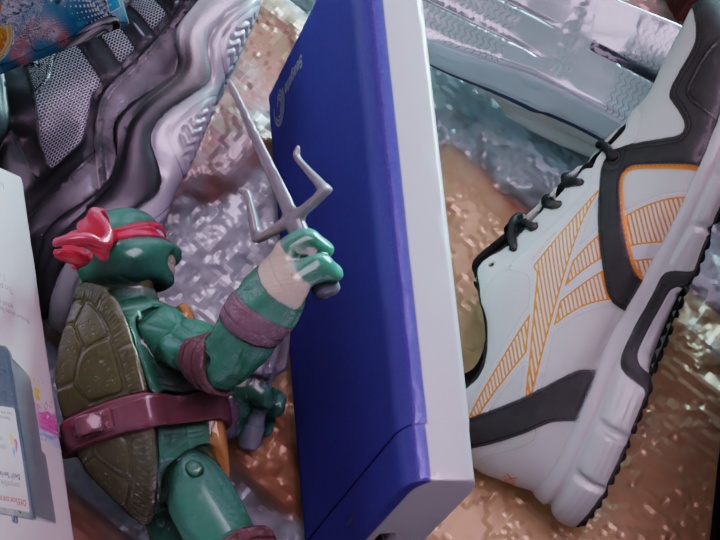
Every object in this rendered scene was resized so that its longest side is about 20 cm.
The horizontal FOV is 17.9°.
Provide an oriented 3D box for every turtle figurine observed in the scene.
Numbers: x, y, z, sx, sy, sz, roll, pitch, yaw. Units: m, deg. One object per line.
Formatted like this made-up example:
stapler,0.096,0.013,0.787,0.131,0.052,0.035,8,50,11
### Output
turtle figurine,-0.052,0.048,0.762,0.101,0.150,0.200,-10,80,-8

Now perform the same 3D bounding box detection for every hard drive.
hard drive,0.000,0.000,0.799,0.025,0.132,0.200,2,65,-16

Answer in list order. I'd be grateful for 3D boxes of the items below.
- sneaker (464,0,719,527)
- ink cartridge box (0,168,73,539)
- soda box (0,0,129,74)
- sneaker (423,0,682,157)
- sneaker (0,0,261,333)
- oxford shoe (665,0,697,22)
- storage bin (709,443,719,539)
sneaker,0.086,-0.011,0.827,0.080,0.074,0.200,23,91,7
ink cartridge box,-0.160,0.070,0.734,0.117,0.067,0.200,-20,66,23
soda box,-0.155,-0.121,0.785,0.064,0.200,0.068,-25,117,-23
sneaker,0.055,-0.092,0.889,0.200,0.071,0.073,33,72,-5
sneaker,-0.106,-0.081,0.841,0.114,0.075,0.200,24,65,-5
oxford shoe,0.183,-0.087,0.922,0.075,0.070,0.200,-9,69,-24
storage bin,0.180,0.020,0.780,0.094,0.200,0.135,9,49,6
